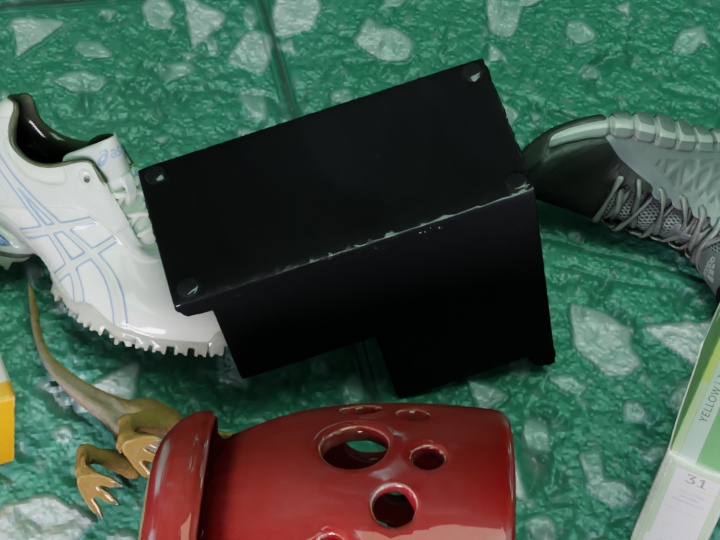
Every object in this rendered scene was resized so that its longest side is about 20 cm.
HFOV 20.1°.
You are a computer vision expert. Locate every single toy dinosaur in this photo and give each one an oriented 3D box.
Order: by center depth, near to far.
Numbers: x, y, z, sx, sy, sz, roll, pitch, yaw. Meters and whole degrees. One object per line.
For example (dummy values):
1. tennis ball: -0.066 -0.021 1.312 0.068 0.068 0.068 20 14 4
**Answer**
1. toy dinosaur: -0.128 0.088 1.141 0.199 0.061 0.106 25 22 6

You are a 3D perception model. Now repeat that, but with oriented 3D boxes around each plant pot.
1. plant pot: -0.020 0.160 1.014 0.181 0.201 0.201 7 54 -1

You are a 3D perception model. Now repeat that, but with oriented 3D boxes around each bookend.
1. bookend: 0.000 0.000 1.153 0.198 0.200 0.092 -18 59 -1

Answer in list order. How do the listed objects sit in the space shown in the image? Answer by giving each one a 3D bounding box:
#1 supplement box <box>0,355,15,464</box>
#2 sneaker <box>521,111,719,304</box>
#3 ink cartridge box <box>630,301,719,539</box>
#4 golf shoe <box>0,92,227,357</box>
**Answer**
1. supplement box: -0.282 0.025 1.135 0.125 0.074 0.201 -15 60 -19
2. sneaker: 0.196 -0.031 1.254 0.199 0.075 0.116 0 60 -19
3. ink cartridge box: 0.209 0.054 1.125 0.048 0.200 0.146 24 54 10
4. golf shoe: -0.147 -0.026 1.172 0.199 0.098 0.078 30 26 8
